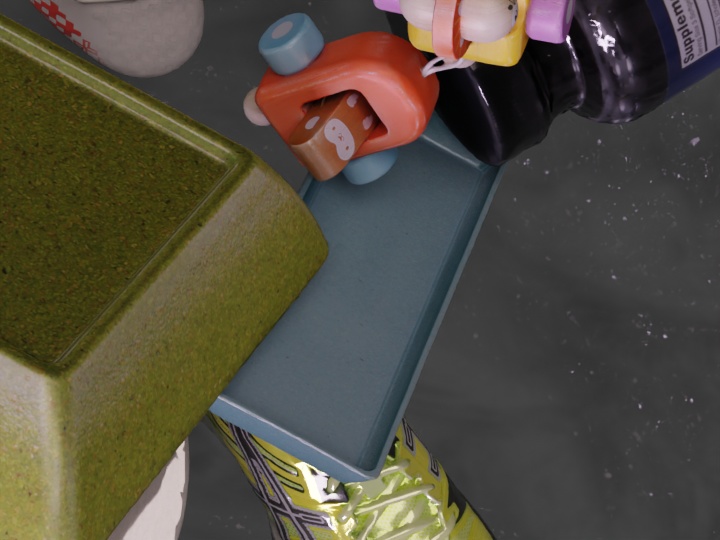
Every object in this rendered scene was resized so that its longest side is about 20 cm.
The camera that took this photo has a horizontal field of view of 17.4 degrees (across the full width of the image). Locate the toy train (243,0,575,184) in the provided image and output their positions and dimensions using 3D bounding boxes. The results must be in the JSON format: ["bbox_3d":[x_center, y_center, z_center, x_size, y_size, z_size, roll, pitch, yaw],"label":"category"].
[{"bbox_3d":[-0.014,-0.103,0.803,0.200,0.150,0.056,58,39,-34],"label":"toy train"}]

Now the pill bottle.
[{"bbox_3d":[0.113,-0.127,0.910,0.200,0.112,0.112,-32,88,-9],"label":"pill bottle"}]

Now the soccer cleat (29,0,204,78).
[{"bbox_3d":[-0.104,-0.144,0.861,0.069,0.085,0.200,-28,128,-9],"label":"soccer cleat"}]

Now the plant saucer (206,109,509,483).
[{"bbox_3d":[0.000,0.000,0.871,0.070,0.019,0.200,29,42,-3],"label":"plant saucer"}]

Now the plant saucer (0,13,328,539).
[{"bbox_3d":[-0.129,-0.019,0.781,0.199,0.048,0.200,29,42,8],"label":"plant saucer"}]

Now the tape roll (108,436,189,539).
[{"bbox_3d":[-0.160,0.069,0.837,0.202,0.037,0.203,1,80,-5],"label":"tape roll"}]

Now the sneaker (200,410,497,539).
[{"bbox_3d":[-0.010,0.077,0.888,0.075,0.076,0.200,-42,89,-9],"label":"sneaker"}]
